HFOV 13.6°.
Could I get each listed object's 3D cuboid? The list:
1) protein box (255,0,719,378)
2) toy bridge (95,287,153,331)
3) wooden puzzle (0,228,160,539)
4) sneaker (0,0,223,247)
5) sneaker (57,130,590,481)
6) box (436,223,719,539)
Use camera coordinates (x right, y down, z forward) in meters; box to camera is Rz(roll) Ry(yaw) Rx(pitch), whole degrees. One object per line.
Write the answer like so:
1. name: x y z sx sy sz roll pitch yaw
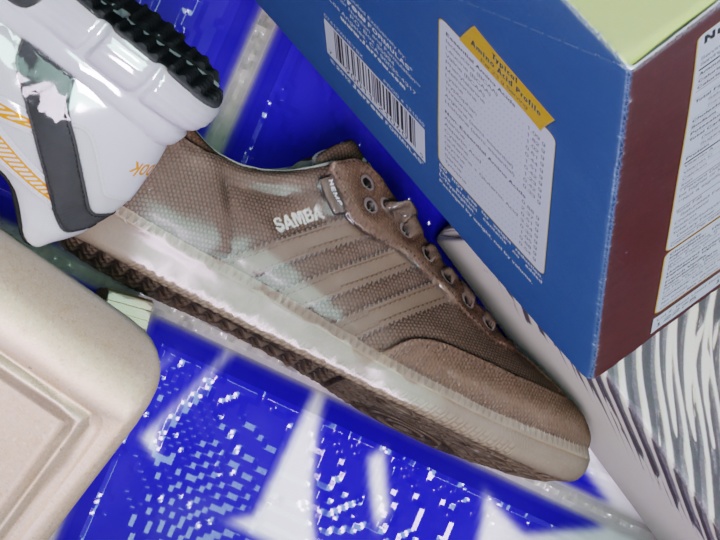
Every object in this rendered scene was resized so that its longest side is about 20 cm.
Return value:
1. protein box: 0.061 -0.114 0.893 0.135 0.200 0.199 -35 69 -15
2. toy bridge: -0.168 0.015 0.947 0.199 0.027 0.068 16 86 -17
3. wooden puzzle: -0.188 0.053 0.919 0.185 0.037 0.200 35 96 -15
4. sneaker: -0.140 -0.086 0.912 0.200 0.074 0.080 40 104 1
5. sneaker: 0.000 0.000 0.978 0.199 0.070 0.076 28 81 -16
6. box: 0.119 0.042 1.017 0.082 0.068 0.200 -41 101 -15
